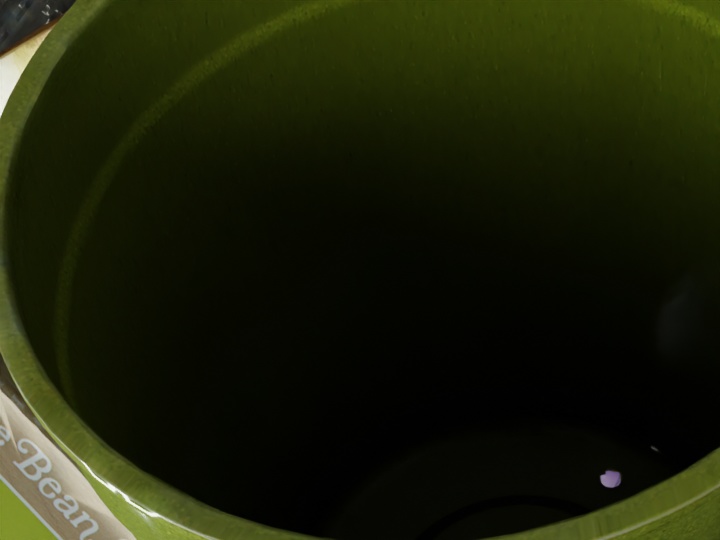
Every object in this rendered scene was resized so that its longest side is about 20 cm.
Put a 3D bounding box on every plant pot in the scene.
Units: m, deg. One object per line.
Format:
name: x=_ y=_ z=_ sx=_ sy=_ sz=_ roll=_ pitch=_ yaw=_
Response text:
plant pot: x=0.030 y=0.035 z=0.683 sx=0.200 sy=0.200 sz=0.193 roll=19 pitch=148 yaw=23

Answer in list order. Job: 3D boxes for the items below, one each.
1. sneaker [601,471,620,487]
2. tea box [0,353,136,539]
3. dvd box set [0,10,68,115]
sneaker: x=0.076 y=0.014 z=0.823 sx=0.081 sy=0.083 sz=0.200 roll=43 pitch=129 yaw=18
tea box: x=-0.109 y=0.092 z=0.899 sx=0.200 sy=0.134 sz=0.197 roll=45 pitch=120 yaw=1
dvd box set: x=-0.080 y=-0.011 z=0.942 sx=0.200 sy=0.029 sz=0.146 roll=-26 pitch=102 yaw=40
